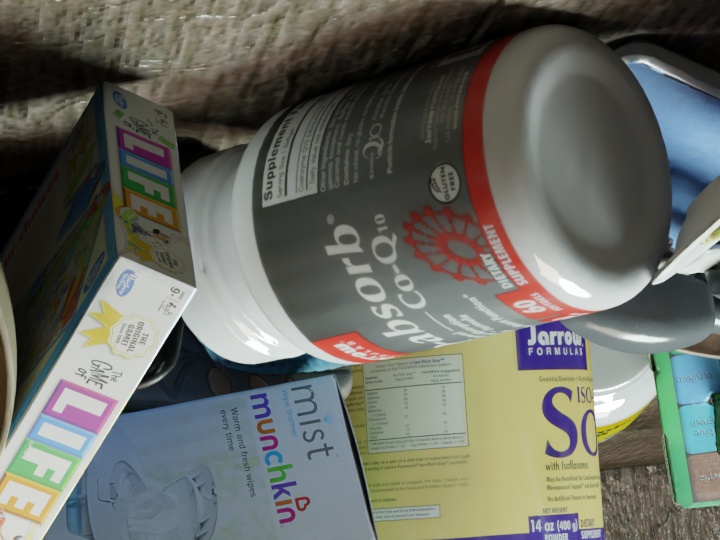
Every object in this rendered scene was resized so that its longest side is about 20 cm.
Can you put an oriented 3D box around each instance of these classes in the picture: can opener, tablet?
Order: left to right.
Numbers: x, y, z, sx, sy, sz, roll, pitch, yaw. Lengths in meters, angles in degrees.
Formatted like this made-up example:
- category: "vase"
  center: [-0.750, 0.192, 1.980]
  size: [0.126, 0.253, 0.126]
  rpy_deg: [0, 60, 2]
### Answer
- category: "tablet"
  center: [0.110, -0.037, 1.176]
  size: [0.130, 0.014, 0.200]
  rpy_deg: [22, 147, -27]
- category: "can opener"
  center: [0.164, 0.020, 1.160]
  size: [0.199, 0.067, 0.053]
  rpy_deg: [14, 148, -29]

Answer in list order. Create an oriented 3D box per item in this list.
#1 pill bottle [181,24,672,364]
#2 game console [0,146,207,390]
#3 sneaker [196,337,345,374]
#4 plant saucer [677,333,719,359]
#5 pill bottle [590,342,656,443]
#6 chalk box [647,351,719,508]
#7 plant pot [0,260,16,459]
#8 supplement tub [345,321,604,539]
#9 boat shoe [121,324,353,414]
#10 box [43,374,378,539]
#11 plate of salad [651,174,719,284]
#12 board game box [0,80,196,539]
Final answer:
- category: "pill bottle"
  center: [0.019, -0.024, 1.083]
  size: [0.199, 0.117, 0.116]
  rpy_deg: [-15, 168, 40]
- category: "game console"
  center: [-0.150, 0.018, 1.216]
  size: [0.199, 0.117, 0.176]
  rpy_deg: [-9, 170, 18]
- category: "sneaker"
  center: [0.000, 0.000, 1.267]
  size: [0.199, 0.081, 0.076]
  rpy_deg: [-10, 171, -38]
- category: "plant saucer"
  center: [0.179, -0.025, 1.227]
  size: [0.199, 0.035, 0.201]
  rpy_deg: [6, 145, 5]
- category: "pill bottle"
  center: [0.132, 0.043, 1.575]
  size: [0.112, 0.113, 0.200]
  rpy_deg: [-7, 170, 0]
- category: "chalk box"
  center: [0.218, 0.043, 1.376]
  size: [0.124, 0.125, 0.200]
  rpy_deg: [-8, -163, 10]
- category: "plant pot"
  center: [-0.222, 0.008, 0.990]
  size: [0.199, 0.201, 0.135]
  rpy_deg: [-7, -156, 4]
- category: "supplement tub"
  center: [0.054, 0.072, 1.397]
  size: [0.144, 0.201, 0.145]
  rpy_deg: [-4, 175, 0]
- category: "boat shoe"
  center: [-0.104, 0.056, 1.291]
  size: [0.199, 0.075, 0.073]
  rpy_deg: [0, 146, -17]
- category: "box"
  center: [-0.090, 0.147, 1.286]
  size: [0.175, 0.097, 0.200]
  rpy_deg: [-11, 155, -9]
- category: "plate of salad"
  center: [0.197, -0.051, 1.020]
  size: [0.200, 0.048, 0.200]
  rpy_deg: [-38, 174, -5]
- category: "board game box"
  center: [-0.131, 0.041, 1.032]
  size: [0.034, 0.135, 0.200]
  rpy_deg: [23, 117, -22]
